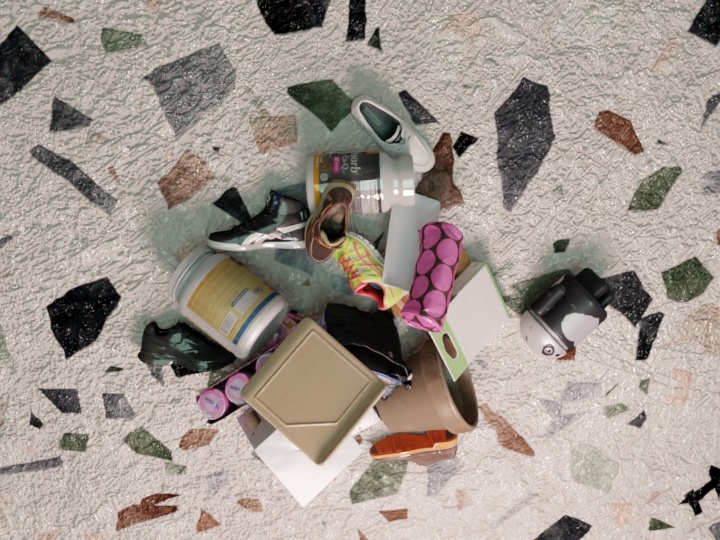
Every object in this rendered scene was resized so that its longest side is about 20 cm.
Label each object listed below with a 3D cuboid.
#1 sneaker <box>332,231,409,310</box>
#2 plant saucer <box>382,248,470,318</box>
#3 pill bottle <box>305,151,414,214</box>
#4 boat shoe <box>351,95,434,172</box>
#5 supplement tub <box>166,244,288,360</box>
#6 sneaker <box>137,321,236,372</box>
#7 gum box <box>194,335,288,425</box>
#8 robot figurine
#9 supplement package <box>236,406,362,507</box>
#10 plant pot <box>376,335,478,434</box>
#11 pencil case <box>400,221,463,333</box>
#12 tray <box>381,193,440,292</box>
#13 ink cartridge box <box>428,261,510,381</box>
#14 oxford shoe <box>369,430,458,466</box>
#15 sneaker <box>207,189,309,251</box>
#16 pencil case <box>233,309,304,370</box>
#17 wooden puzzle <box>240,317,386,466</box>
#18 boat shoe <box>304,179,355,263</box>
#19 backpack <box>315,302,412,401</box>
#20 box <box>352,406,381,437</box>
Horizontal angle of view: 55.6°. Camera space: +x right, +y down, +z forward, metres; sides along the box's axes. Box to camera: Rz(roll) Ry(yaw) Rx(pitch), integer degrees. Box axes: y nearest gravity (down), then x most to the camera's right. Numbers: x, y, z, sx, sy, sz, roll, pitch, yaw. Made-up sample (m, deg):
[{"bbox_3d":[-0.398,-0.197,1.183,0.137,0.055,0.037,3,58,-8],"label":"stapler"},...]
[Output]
[{"bbox_3d":[0.000,0.000,1.331,0.199,0.090,0.078,36,144,6],"label":"sneaker"},{"bbox_3d":[0.134,0.019,1.403,0.198,0.037,0.202,-2,108,-5],"label":"plant saucer"},{"bbox_3d":[0.001,-0.164,1.284,0.198,0.116,0.117,-3,108,3],"label":"pill bottle"},{"bbox_3d":[0.063,-0.253,1.298,0.199,0.065,0.074,34,101,-14],"label":"boat shoe"},{"bbox_3d":[-0.253,0.058,1.303,0.199,0.145,0.145,36,102,7],"label":"supplement tub"},{"bbox_3d":[-0.348,0.152,1.385,0.198,0.076,0.092,7,99,-10],"label":"sneaker"},{"bbox_3d":[-0.213,0.211,1.311,0.199,0.113,0.066,-32,90,12],"label":"gum box"},{"bbox_3d":[0.423,0.091,1.404,0.200,0.125,0.150,-43,93,8],"label":"robot figurine"},{"bbox_3d":[-0.123,0.317,1.321,0.152,0.200,0.151,-40,105,-12],"label":"supplement package"},{"bbox_3d":[0.127,0.254,1.409,0.174,0.201,0.201,-22,109,19],"label":"plant pot"},{"bbox_3d":[0.130,0.012,1.277,0.093,0.091,0.201,7,68,24],"label":"pencil case"},{"bbox_3d":[0.096,-0.055,1.335,0.107,0.022,0.202,16,72,-22],"label":"tray"},{"bbox_3d":[0.208,0.100,1.369,0.200,0.048,0.146,-42,119,-24],"label":"ink cartridge box"},{"bbox_3d":[0.119,0.403,1.504,0.198,0.071,0.073,-6,113,-3],"label":"oxford shoe"},{"bbox_3d":[-0.196,-0.100,1.323,0.198,0.073,0.113,-3,104,-15],"label":"sneaker"},{"bbox_3d":[-0.181,0.175,1.400,0.087,0.083,0.200,44,102,24],"label":"pencil case"},{"bbox_3d":[-0.083,0.212,1.212,0.200,0.037,0.185,39,76,10],"label":"wooden puzzle"},{"bbox_3d":[-0.058,-0.072,1.245,0.072,0.072,0.200,14,137,-15],"label":"boat shoe"},{"bbox_3d":[-0.016,0.157,1.342,0.190,0.201,0.154,30,117,-31],"label":"backpack"},{"bbox_3d":[-0.079,0.301,1.467,0.199,0.044,0.161,-29,106,4],"label":"box"}]
